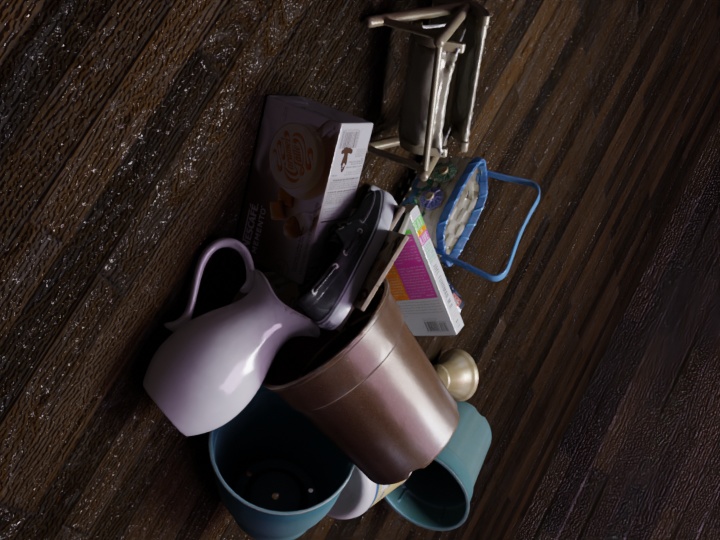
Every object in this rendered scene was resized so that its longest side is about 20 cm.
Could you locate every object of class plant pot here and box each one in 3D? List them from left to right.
[{"bbox_3d":[-0.113,0.278,1.360,0.200,0.199,0.189,-47,163,-33],"label":"plant pot"},{"bbox_3d":[0.011,0.147,1.231,0.199,0.199,0.201,52,57,-17],"label":"plant pot"},{"bbox_3d":[0.158,0.369,1.938,0.196,0.197,0.203,-48,149,-48],"label":"plant pot"}]

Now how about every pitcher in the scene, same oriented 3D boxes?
[{"bbox_3d":[-0.173,0.078,1.162,0.200,0.172,0.121,-42,179,-10],"label":"pitcher"}]

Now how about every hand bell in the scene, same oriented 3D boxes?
[{"bbox_3d":[0.128,0.211,1.878,0.198,0.103,0.106,-3,114,-48],"label":"hand bell"}]

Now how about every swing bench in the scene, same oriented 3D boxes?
[{"bbox_3d":[0.098,-0.263,1.375,0.199,0.128,0.202,-35,139,-47],"label":"swing bench"}]

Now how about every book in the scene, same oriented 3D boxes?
[{"bbox_3d":[0.058,0.005,1.425,0.048,0.132,0.202,-46,122,-43],"label":"book"}]

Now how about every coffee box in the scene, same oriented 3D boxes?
[{"bbox_3d":[-0.072,-0.100,1.205,0.079,0.113,0.203,-15,125,-58],"label":"coffee box"}]

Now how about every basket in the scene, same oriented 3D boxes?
[{"bbox_3d":[0.166,-0.087,1.549,0.178,0.197,0.140,-63,162,-22],"label":"basket"}]

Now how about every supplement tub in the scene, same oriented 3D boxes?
[{"bbox_3d":[0.006,0.311,1.639,0.199,0.143,0.147,-19,128,-55],"label":"supplement tub"}]

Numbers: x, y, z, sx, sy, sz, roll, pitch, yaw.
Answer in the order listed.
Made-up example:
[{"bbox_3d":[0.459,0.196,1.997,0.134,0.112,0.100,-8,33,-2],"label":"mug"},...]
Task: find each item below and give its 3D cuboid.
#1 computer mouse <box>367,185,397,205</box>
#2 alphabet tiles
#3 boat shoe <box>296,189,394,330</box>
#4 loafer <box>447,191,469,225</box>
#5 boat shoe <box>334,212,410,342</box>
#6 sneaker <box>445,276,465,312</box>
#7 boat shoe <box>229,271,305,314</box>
[{"bbox_3d":[0.047,-0.050,1.508,0.201,0.043,0.111,73,19,-52],"label":"computer mouse"},{"bbox_3d":[0.000,-0.009,1.211,0.007,0.200,0.169,33,87,-18],"label":"alphabet tiles"},{"bbox_3d":[-0.016,-0.025,1.171,0.056,0.068,0.202,35,58,-20],"label":"boat shoe"},{"bbox_3d":[0.123,-0.070,1.643,0.202,0.071,0.063,-59,148,-9],"label":"loafer"},{"bbox_3d":[0.000,0.000,1.331,0.202,0.065,0.074,-62,175,9],"label":"boat shoe"},{"bbox_3d":[0.144,0.037,1.746,0.075,0.084,0.201,-52,150,-26],"label":"sneaker"},{"bbox_3d":[-0.104,0.040,1.307,0.199,0.064,0.073,-36,140,-46],"label":"boat shoe"}]
